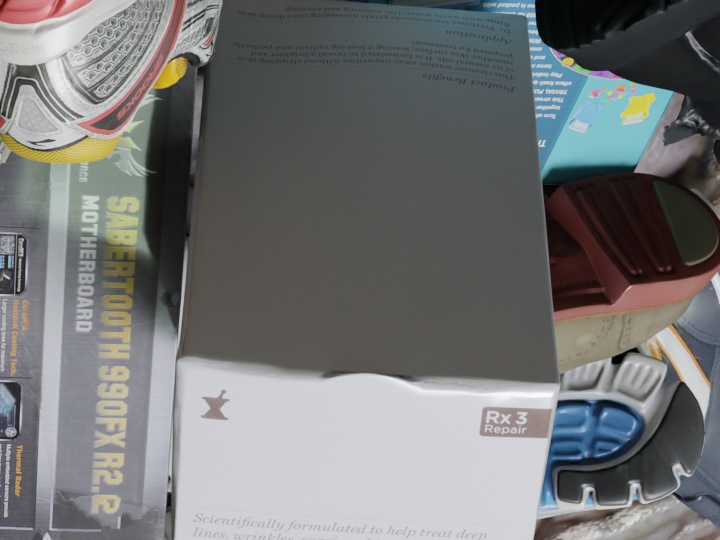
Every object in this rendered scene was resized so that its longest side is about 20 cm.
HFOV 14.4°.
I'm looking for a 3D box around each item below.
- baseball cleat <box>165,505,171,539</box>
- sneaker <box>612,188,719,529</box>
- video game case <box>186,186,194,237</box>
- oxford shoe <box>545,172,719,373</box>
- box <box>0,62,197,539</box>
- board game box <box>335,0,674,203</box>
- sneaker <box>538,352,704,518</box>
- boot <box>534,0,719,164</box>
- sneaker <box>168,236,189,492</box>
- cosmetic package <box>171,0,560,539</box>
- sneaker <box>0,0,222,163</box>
[{"bbox_3d":[-0.117,0.149,1.168,0.199,0.070,0.106,-16,171,-32],"label":"baseball cleat"},{"bbox_3d":[0.133,0.056,1.202,0.079,0.078,0.200,-29,131,-7],"label":"sneaker"},{"bbox_3d":[-0.162,0.037,1.040,0.199,0.023,0.183,3,131,-33],"label":"video game case"},{"bbox_3d":[0.039,0.017,1.031,0.199,0.071,0.075,-5,141,-26],"label":"oxford shoe"},{"bbox_3d":[-0.135,-0.006,0.912,0.158,0.048,0.201,1,120,-7],"label":"box"},{"bbox_3d":[0.050,-0.093,1.009,0.150,0.047,0.200,-1,134,-31],"label":"board game box"},{"bbox_3d":[0.035,0.071,1.124,0.199,0.075,0.087,5,166,8],"label":"sneaker"},{"bbox_3d":[0.173,-0.087,0.946,0.162,0.074,0.198,22,151,-35],"label":"boot"},{"bbox_3d":[-0.096,0.076,1.045,0.115,0.074,0.200,26,115,-42],"label":"sneaker"},{"bbox_3d":[0.000,0.000,0.889,0.112,0.200,0.081,5,128,-1],"label":"cosmetic package"},{"bbox_3d":[-0.070,-0.101,0.829,0.077,0.200,0.082,8,124,15],"label":"sneaker"}]
